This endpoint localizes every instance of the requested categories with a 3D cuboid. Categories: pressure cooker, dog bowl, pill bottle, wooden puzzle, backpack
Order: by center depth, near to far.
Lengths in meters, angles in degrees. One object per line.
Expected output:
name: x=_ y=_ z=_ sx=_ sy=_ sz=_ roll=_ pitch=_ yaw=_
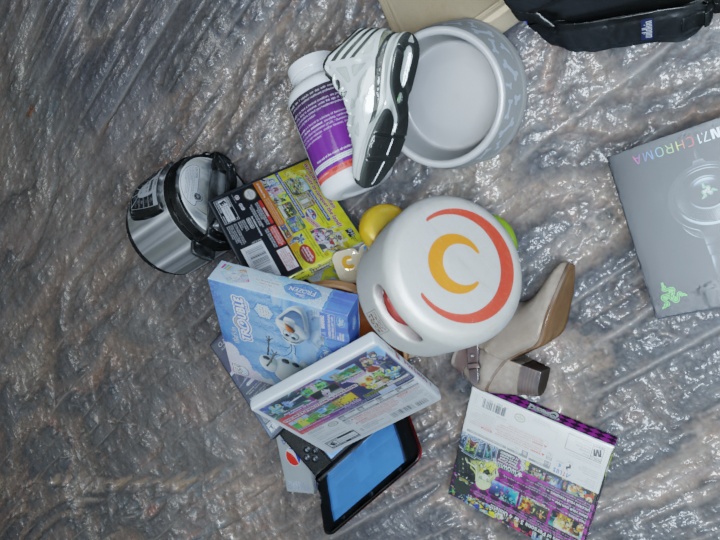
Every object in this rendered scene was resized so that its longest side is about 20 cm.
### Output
backpack: x=0.251 y=-0.332 z=0.627 sx=0.190 sy=0.200 sz=0.155 roll=-14 pitch=60 yaw=42
dog bowl: x=0.113 y=-0.227 z=0.791 sx=0.199 sy=0.059 sz=0.201 roll=11 pitch=113 yaw=28
wooden puzzle: x=0.112 y=-0.383 z=0.801 sx=0.185 sy=0.037 sz=0.201 roll=-26 pitch=88 yaw=35
pill bottle: x=-0.036 y=-0.212 z=0.881 sx=0.112 sy=0.112 sz=0.201 roll=-24 pitch=85 yaw=34
pressure cooker: x=-0.281 y=-0.103 z=1.032 sx=0.199 sy=0.179 sz=0.177 roll=-24 pitch=98 yaw=35

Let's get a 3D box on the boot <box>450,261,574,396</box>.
boot: x=0.195 y=0.071 z=0.808 sx=0.146 sy=0.070 sz=0.201 roll=19 pitch=98 yaw=42

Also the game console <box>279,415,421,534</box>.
game console: x=-0.025 y=0.259 z=0.918 sx=0.200 sy=0.119 sz=0.172 roll=-44 pitch=86 yaw=12

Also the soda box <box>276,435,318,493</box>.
soda box: x=-0.104 y=0.276 z=1.040 sx=0.063 sy=0.068 sz=0.201 roll=-9 pitch=94 yaw=32

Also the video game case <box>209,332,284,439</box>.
video game case: x=-0.152 y=0.152 z=0.990 sx=0.143 sy=0.019 sz=0.200 roll=-45 pitch=67 yaw=14

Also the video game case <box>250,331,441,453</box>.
video game case: x=-0.016 y=0.175 z=0.820 sx=0.199 sy=0.182 sz=0.023 roll=-30 pitch=44 yaw=18

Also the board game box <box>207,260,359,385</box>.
board game box: x=-0.099 y=0.093 z=0.831 sx=0.198 sy=0.043 sz=0.201 roll=14 pitch=135 yaw=16

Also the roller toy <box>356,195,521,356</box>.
roller toy: x=0.091 y=0.011 z=0.750 sx=0.140 sy=0.199 sz=0.184 roll=143 pitch=137 yaw=-66

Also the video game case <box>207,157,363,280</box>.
video game case: x=-0.112 y=-0.070 z=0.907 sx=0.200 sy=0.180 sz=0.026 roll=56 pitch=165 yaw=31

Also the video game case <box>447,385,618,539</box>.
video game case: x=0.231 y=0.274 z=0.833 sx=0.199 sy=0.036 sz=0.182 roll=18 pitch=108 yaw=31

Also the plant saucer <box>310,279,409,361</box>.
plant saucer: x=-0.025 y=0.101 z=0.874 sx=0.199 sy=0.032 sz=0.201 roll=10 pitch=121 yaw=17

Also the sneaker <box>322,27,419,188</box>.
sneaker: x=0.002 y=-0.218 z=0.795 sx=0.115 sy=0.075 sz=0.202 roll=26 pitch=112 yaw=31

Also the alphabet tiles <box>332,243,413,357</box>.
alphabet tiles: x=0.042 y=0.045 z=0.873 sx=0.199 sy=0.015 sz=0.196 roll=-15 pitch=113 yaw=12

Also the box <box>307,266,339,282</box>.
box: x=0.000 y=0.000 z=0.935 sx=0.200 sy=0.048 sz=0.118 roll=35 pitch=115 yaw=27

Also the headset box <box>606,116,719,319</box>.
headset box: x=0.384 y=-0.056 z=0.637 sx=0.173 sy=0.093 sz=0.201 roll=-17 pitch=90 yaw=35

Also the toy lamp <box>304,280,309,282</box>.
toy lamp: x=-0.086 y=0.106 z=1.006 sx=0.058 sy=0.058 sz=0.201 roll=-13 pitch=91 yaw=35
